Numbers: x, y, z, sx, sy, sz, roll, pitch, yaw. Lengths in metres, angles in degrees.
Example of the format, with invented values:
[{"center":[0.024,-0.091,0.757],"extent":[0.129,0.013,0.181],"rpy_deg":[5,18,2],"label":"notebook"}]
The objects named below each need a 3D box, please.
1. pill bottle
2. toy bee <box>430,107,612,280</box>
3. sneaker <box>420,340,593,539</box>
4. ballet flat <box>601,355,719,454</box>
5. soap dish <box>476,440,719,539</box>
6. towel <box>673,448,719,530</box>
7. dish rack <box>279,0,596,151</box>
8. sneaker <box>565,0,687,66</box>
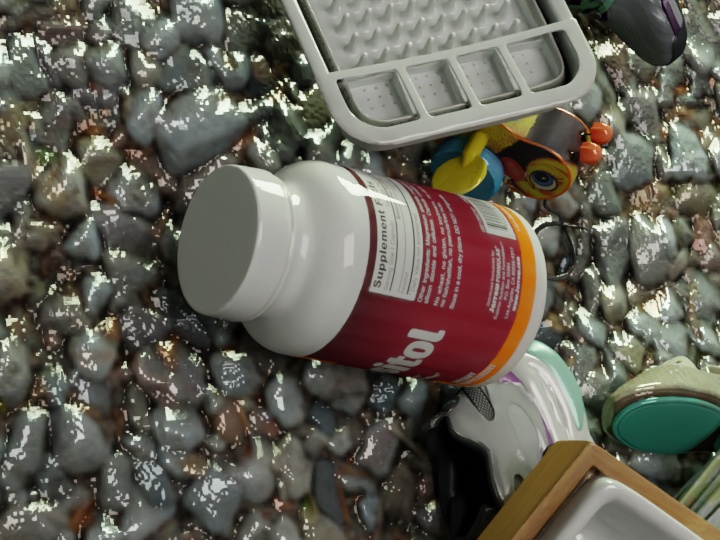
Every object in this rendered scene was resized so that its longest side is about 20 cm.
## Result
[{"center":[0.000,0.000,1.246],"extent":[0.200,0.113,0.113],"rpy_deg":[12,72,-35],"label":"pill bottle"},{"center":[0.101,-0.089,1.352],"extent":[0.200,0.109,0.131],"rpy_deg":[23,64,-32],"label":"toy bee"},{"center":[0.105,0.156,1.320],"extent":[0.140,0.078,0.200],"rpy_deg":[-38,94,-36],"label":"sneaker"},{"center":[0.226,0.090,1.447],"extent":[0.200,0.067,0.062],"rpy_deg":[14,41,-39],"label":"ballet flat"},{"center":[0.120,0.207,1.259],"extent":[0.157,0.081,0.200],"rpy_deg":[35,97,-26],"label":"soap dish"},{"center":[0.305,0.176,1.436],"extent":[0.200,0.048,0.171],"rpy_deg":[40,94,-21],"label":"towel"},{"center":[0.031,-0.160,1.302],"extent":[0.172,0.044,0.200],"rpy_deg":[-15,66,-19],"label":"dish rack"},{"center":[0.130,-0.202,1.437],"extent":[0.088,0.074,0.200],"rpy_deg":[-42,96,-23],"label":"sneaker"}]
